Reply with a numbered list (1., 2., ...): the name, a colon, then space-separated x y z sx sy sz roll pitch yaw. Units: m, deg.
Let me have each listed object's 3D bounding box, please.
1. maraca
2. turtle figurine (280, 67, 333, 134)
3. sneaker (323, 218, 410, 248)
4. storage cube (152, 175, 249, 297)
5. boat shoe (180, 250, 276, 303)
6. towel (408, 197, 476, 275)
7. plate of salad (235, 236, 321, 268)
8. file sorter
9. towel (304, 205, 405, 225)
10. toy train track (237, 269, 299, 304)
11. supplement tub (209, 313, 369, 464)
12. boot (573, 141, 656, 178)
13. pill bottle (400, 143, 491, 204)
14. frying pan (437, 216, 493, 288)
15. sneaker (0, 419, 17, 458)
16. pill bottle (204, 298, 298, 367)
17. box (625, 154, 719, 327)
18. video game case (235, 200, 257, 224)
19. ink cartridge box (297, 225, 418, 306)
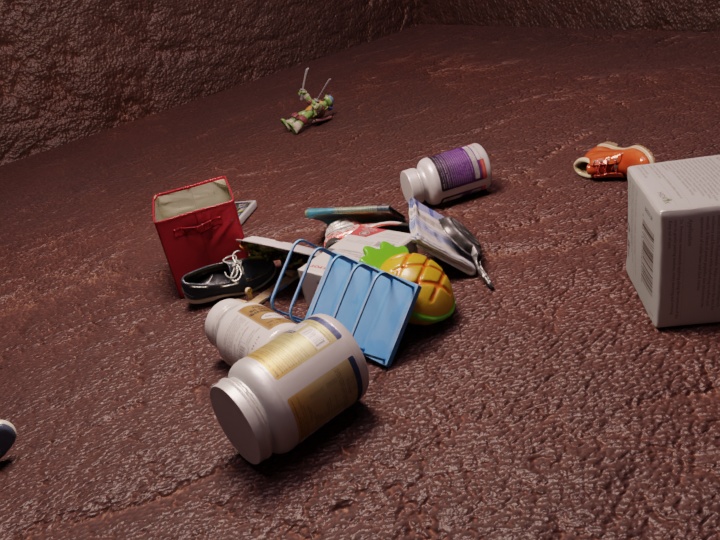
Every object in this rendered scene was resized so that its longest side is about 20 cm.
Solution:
1. maraca: 0.082 0.017 1.217 0.136 0.108 0.200 -13 49 -41
2. turtle figurine: -0.192 -0.578 2.400 0.194 0.200 0.144 -43 68 -9
3. sneaker: 0.017 -0.083 1.503 0.198 0.068 0.108 -14 30 3
4. storage cube: -0.342 -0.076 1.512 0.168 0.182 0.200 -17 29 -10
5. boat shoe: -0.269 0.008 1.425 0.197 0.062 0.076 -13 53 -12
6. towel: 0.159 -0.071 1.383 0.145 0.024 0.201 28 25 -13
7. plate of salad: -0.157 -0.032 1.410 0.196 0.049 0.200 12 -2 0
8. file sorter: -0.030 0.047 1.136 0.198 0.141 0.122 21 -2 38
9. towel: -0.010 -0.123 1.565 0.196 0.022 0.146 0 -4 19
10. toy train track: -0.196 0.042 1.392 0.113 0.033 0.199 12 35 38
11. supplement tub: -0.100 0.168 0.997 0.199 0.147 0.143 -30 32 -32
12. boot: 0.571 -0.235 1.569 0.106 0.076 0.200 -23 21 -15
13. pill bottle: 0.198 -0.220 1.638 0.197 0.113 0.112 -18 28 -12
14. frying pan: 0.199 -0.049 1.326 0.031 0.114 0.191 -47 21 17
15. sneaker: -0.597 0.304 1.025 0.199 0.076 0.084 -38 34 -23
16. pill bottle: -0.173 0.117 1.154 0.114 0.116 0.199 -29 32 -31
17. box: 0.525 -0.051 1.095 0.168 0.202 0.201 -6 28 10
18. video game case: -0.382 -0.125 1.792 0.179 0.024 0.201 -3 28 17
19. ink cartridge box: 0.000 0.000 1.337 0.145 0.084 0.199 12 36 39
